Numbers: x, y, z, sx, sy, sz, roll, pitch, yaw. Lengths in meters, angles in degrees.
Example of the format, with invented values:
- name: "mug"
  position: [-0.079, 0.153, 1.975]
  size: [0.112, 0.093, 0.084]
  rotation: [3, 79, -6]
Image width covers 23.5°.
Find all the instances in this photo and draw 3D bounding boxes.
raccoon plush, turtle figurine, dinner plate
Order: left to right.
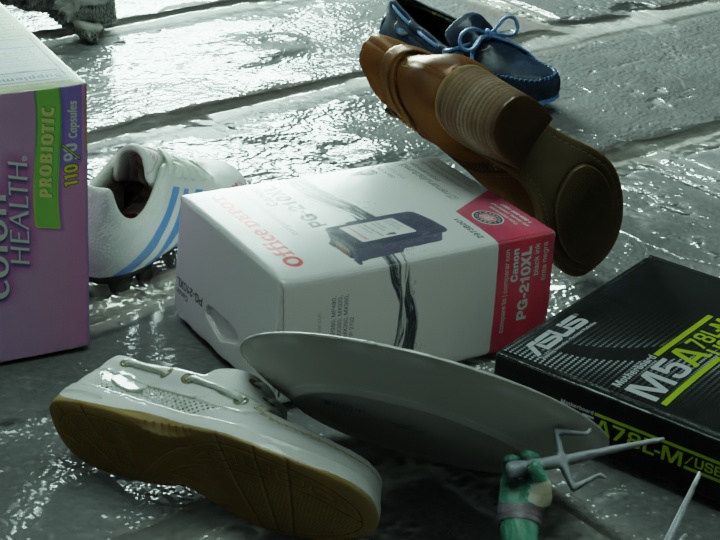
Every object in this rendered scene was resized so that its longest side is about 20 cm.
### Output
- name: "raccoon plush"
  position: [-0.322, -0.262, 1.654]
  size: [0.200, 0.134, 0.097]
  rotation: [-17, 26, 38]
- name: "dinner plate"
  position: [0.030, 0.075, 0.906]
  size: [0.200, 0.024, 0.200]
  rotation: [16, -16, 5]
- name: "turtle figurine"
  position: [0.093, 0.153, 0.783]
  size: [0.200, 0.101, 0.150]
  rotation: [-26, 20, -21]

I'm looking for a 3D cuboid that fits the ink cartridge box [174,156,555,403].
- name: "ink cartridge box"
  position: [0.000, 0.000, 1.105]
  size: [0.200, 0.085, 0.145]
  rotation: [-11, 28, -29]

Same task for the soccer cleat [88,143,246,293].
- name: "soccer cleat"
  position: [-0.135, -0.055, 1.199]
  size: [0.070, 0.087, 0.200]
  rotation: [14, 27, 20]

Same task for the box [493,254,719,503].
- name: "box"
  position: [0.211, 0.064, 1.048]
  size: [0.193, 0.048, 0.200]
  rotation: [23, 31, 30]

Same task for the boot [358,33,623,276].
- name: "boot"
  position: [0.088, -0.083, 1.201]
  size: [0.155, 0.077, 0.200]
  rotation: [33, -4, 45]

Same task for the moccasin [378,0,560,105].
- name: "moccasin"
  position: [0.091, -0.200, 1.560]
  size: [0.200, 0.068, 0.080]
  rotation: [21, 30, 31]

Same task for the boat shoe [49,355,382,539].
- name: "boat shoe"
  position: [-0.069, 0.083, 0.920]
  size: [0.200, 0.071, 0.069]
  rotation: [16, 46, 25]

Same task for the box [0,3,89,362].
- name: "box"
  position: [-0.250, -0.064, 1.095]
  size: [0.097, 0.176, 0.200]
  rotation: [-10, 28, -26]
